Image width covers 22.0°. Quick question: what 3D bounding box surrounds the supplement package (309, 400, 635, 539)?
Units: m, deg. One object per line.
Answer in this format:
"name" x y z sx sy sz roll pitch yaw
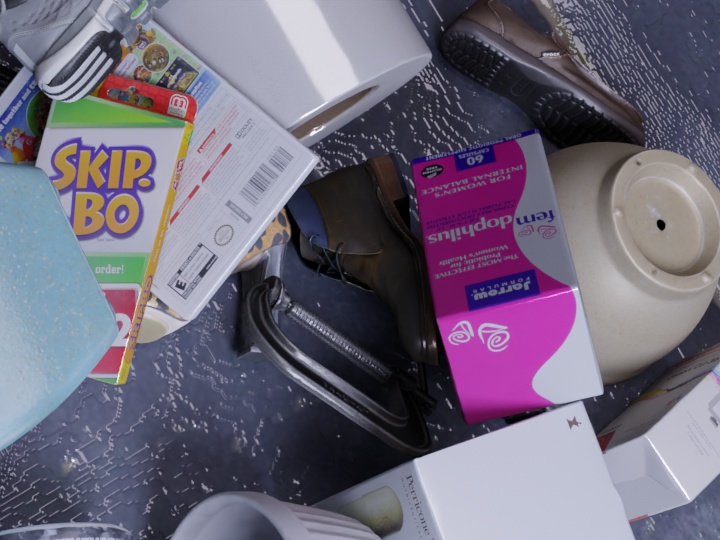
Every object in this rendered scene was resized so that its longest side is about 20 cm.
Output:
"supplement package" 0.073 0.203 1.300 0.150 0.200 0.152 -15 80 -32

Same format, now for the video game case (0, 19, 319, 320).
"video game case" -0.148 -0.083 1.260 0.200 0.018 0.143 39 95 6

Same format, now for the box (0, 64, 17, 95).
"box" -0.297 -0.079 1.287 0.199 0.044 0.161 28 61 -18

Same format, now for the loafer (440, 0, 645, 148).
"loafer" 0.164 -0.167 1.560 0.200 0.073 0.071 34 59 -16

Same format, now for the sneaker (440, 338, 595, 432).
"sneaker" 0.118 0.060 1.445 0.200 0.075 0.079 44 68 -8

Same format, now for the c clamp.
"c clamp" -0.014 0.065 1.339 0.200 0.027 0.171 34 20 -28

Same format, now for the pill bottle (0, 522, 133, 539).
"pill bottle" -0.192 0.269 1.185 0.106 0.106 0.201 3 71 -28

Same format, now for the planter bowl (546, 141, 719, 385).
"planter bowl" 0.214 -0.020 1.500 0.199 0.135 0.201 10 68 -25

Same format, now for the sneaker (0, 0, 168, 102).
"sneaker" -0.172 -0.218 1.224 0.115 0.075 0.200 40 82 16

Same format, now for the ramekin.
"ramekin" -0.049 0.250 1.224 0.105 0.200 0.201 9 68 -36

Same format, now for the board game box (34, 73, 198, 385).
"board game box" -0.179 -0.032 1.242 0.095 0.030 0.201 15 89 8

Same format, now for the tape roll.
"tape roll" -0.066 -0.164 1.354 0.202 0.203 0.140 -30 89 -34

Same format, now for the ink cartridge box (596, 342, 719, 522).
"ink cartridge box" 0.270 0.117 1.493 0.200 0.116 0.068 -36 92 -35

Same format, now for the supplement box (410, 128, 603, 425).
"supplement box" 0.102 0.002 1.319 0.101 0.104 0.200 -14 37 5

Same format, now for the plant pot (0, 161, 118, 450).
"plant pot" -0.266 0.035 1.143 0.199 0.196 0.196 -25 89 -20

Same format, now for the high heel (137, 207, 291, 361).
"high heel" -0.138 -0.020 1.338 0.199 0.071 0.143 15 67 -36

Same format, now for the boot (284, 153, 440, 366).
"boot" 0.000 0.000 1.380 0.096 0.075 0.200 -11 47 -5
